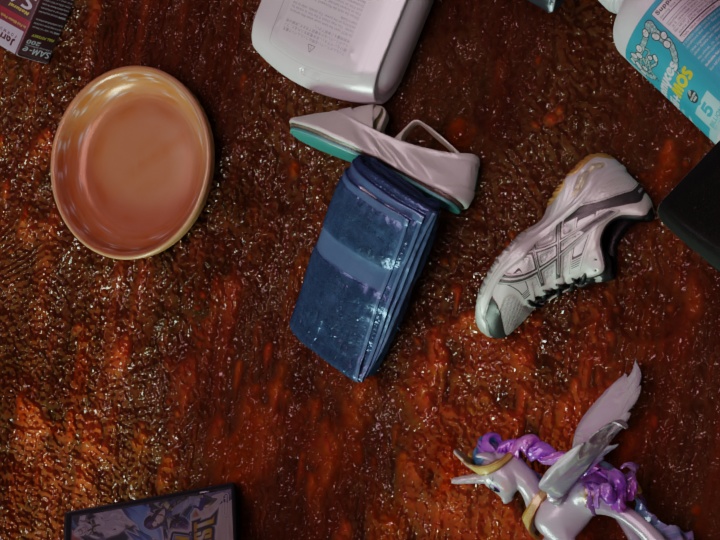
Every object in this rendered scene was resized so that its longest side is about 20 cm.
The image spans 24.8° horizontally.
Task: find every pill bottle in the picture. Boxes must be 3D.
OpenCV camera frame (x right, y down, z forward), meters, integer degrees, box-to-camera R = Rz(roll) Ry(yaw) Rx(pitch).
[{"bbox_3d":[0.296,-0.198,1.421,0.111,0.111,0.200,-48,68,16],"label":"pill bottle"}]

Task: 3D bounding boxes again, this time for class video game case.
[{"bbox_3d":[-0.203,0.311,1.599,0.179,0.026,0.201,-11,51,5],"label":"video game case"}]

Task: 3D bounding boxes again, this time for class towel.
[{"bbox_3d":[0.000,0.000,1.556,0.111,0.048,0.201,34,120,24],"label":"towel"}]

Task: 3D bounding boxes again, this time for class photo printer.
[{"bbox_3d":[-0.010,-0.270,1.596,0.165,0.069,0.202,25,99,24],"label":"photo printer"}]

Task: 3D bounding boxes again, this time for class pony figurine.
[{"bbox_3d":[0.198,0.194,1.440,0.193,0.166,0.200,-41,86,26],"label":"pony figurine"}]

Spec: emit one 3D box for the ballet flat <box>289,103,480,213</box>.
[{"bbox_3d":[0.028,-0.121,1.578,0.199,0.069,0.070,26,98,18],"label":"ballet flat"}]

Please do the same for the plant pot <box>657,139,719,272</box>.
[{"bbox_3d":[0.384,-0.030,1.288,0.199,0.178,0.200,38,105,-14],"label":"plant pot"}]

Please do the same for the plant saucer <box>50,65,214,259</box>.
[{"bbox_3d":[-0.234,-0.112,1.715,0.198,0.037,0.203,-2,86,25],"label":"plant saucer"}]

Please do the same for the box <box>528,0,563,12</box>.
[{"bbox_3d":[0.139,-0.349,1.474,0.199,0.105,0.148,32,60,23],"label":"box"}]

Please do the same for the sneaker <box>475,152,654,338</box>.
[{"bbox_3d":[0.184,-0.007,1.484,0.088,0.075,0.201,43,106,22],"label":"sneaker"}]

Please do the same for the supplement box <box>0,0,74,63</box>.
[{"bbox_3d":[-0.353,-0.340,1.772,0.108,0.061,0.202,29,101,24],"label":"supplement box"}]
